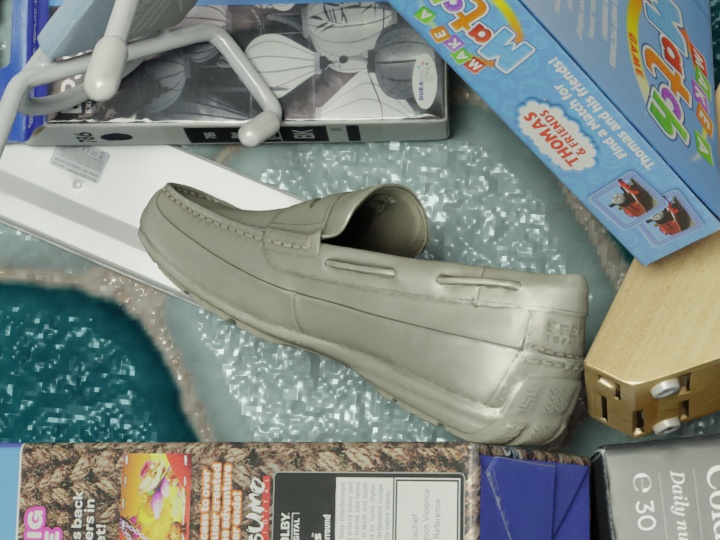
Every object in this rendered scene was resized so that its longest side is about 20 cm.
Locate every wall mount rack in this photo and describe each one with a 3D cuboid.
[{"bbox_3d":[-0.068,-0.077,0.676,0.174,0.200,0.075,-25,77,-44],"label":"wall mount rack"}]

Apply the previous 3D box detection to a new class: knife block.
[{"bbox_3d":[0.149,-0.054,0.708,0.200,0.064,0.176,-19,67,1],"label":"knife block"}]

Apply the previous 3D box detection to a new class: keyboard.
[{"bbox_3d":[-0.116,-0.038,0.817,0.200,0.011,0.056,23,80,7],"label":"keyboard"}]

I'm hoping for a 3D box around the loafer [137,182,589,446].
[{"bbox_3d":[0.000,0.000,0.732,0.200,0.070,0.070,23,100,34],"label":"loafer"}]

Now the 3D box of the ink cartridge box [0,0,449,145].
[{"bbox_3d":[-0.064,-0.101,0.801,0.200,0.039,0.100,-2,82,4],"label":"ink cartridge box"}]

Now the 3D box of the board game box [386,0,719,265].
[{"bbox_3d":[0.045,-0.117,0.643,0.037,0.151,0.200,-30,122,30],"label":"board game box"}]

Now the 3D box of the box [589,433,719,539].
[{"bbox_3d":[0.189,0.151,0.707,0.196,0.124,0.200,-7,82,2],"label":"box"}]

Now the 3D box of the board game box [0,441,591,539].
[{"bbox_3d":[-0.029,0.141,0.704,0.200,0.097,0.160,-2,82,29],"label":"board game box"}]
